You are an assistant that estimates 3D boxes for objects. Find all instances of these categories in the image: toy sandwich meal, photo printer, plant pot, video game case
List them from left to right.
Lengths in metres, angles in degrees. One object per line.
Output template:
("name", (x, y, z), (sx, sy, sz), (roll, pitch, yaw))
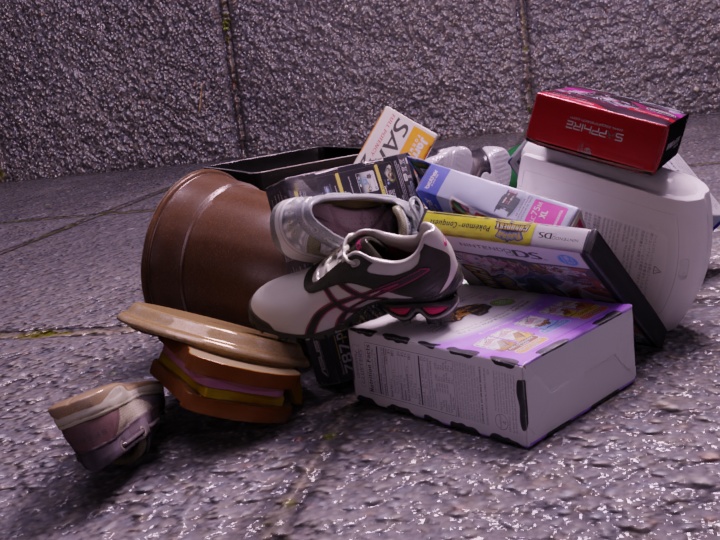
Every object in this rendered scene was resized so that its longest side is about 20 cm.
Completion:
("toy sandwich meal", (-0.135, 0.085, 0.870), (0.202, 0.071, 0.205), (15, -3, 1))
("plant pot", (-0.102, -0.001, 1.045), (0.196, 0.204, 0.199), (10, 20, 32))
("plant pot", (-0.089, -0.072, 1.341), (0.197, 0.181, 0.199), (-13, 15, -27))
("video game case", (0.173, 0.010, 0.890), (0.179, 0.026, 0.200), (10, -21, 40))
("photo printer", (0.253, -0.036, 0.958), (0.198, 0.169, 0.069), (21, 38, 29))

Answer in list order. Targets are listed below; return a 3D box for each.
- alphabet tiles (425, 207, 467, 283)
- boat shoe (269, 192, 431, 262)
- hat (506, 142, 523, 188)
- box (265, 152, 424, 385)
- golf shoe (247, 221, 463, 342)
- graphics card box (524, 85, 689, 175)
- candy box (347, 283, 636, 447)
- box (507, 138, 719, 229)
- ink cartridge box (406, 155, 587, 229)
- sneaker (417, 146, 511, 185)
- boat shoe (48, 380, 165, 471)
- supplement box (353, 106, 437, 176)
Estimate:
("alphabet tiles", (0.124, -0.014, 1.083), (0.166, 0.006, 0.199), (-41, 53, -20))
("boat shoe", (0.012, -0.037, 0.884), (0.200, 0.076, 0.064), (8, -15, -37))
("hat", (0.166, -0.119, 1.402), (0.173, 0.204, 0.166), (7, 14, 15))
("box", (0.006, -0.005, 0.945), (0.160, 0.203, 0.049), (-17, 1, -36))
("golf shoe", (-0.011, 0.003, 0.824), (0.197, 0.089, 0.078), (-10, 41, 12))
("graphics card box", (0.249, -0.143, 0.934), (0.124, 0.052, 0.199), (19, 18, 21))
("candy box", (0.115, 0.074, 0.840), (0.166, 0.073, 0.198), (-19, 18, -41))
("box", (0.309, -0.098, 1.135), (0.198, 0.185, 0.105), (-4, -36, -43))
("ink cartridge box", (0.135, -0.045, 0.933), (0.198, 0.042, 0.119), (25, -15, 35))
("sneaker", (0.112, -0.127, 1.262), (0.113, 0.077, 0.199), (3, 10, 38))
("boat shoe", (-0.204, 0.130, 0.790), (0.071, 0.066, 0.200), (-16, -6, -3))
("supplement box", (0.017, -0.098, 1.155), (0.073, 0.127, 0.200), (29, -15, -1))
